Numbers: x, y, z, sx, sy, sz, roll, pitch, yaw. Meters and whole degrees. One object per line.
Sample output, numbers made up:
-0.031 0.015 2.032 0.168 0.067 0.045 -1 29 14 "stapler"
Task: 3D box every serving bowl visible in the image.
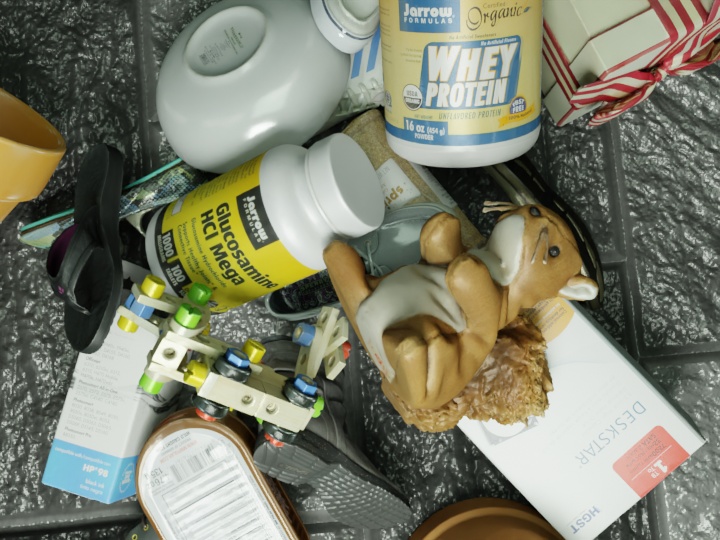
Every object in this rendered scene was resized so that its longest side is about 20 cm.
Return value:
-0.112 -0.192 0.764 0.197 0.066 0.202 -10 59 17 "serving bowl"

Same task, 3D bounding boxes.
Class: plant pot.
-0.402 -0.084 0.738 0.199 0.200 0.184 33 99 2 "plant pot"
0.128 0.316 0.721 0.197 0.140 0.203 0 84 -2 "plant pot"

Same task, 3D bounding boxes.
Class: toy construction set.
-0.096 0.070 0.662 0.198 0.131 0.093 11 107 -23 "toy construction set"

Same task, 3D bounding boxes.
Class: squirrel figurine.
0.097 0.037 0.670 0.185 0.142 0.202 -29 128 -12 "squirrel figurine"

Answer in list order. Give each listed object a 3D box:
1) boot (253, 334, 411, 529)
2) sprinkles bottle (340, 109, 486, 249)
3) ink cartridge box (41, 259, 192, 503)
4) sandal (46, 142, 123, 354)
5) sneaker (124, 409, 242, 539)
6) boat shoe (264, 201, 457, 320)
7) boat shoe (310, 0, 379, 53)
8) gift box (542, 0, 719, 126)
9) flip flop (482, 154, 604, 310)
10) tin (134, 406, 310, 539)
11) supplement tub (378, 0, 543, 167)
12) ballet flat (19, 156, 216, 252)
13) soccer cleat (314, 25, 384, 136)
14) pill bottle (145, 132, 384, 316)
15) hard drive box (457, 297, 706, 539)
-0.020 0.149 0.762 0.069 0.200 0.133 -26 40 22 "boot"
0.055 -0.062 0.797 0.068 0.068 0.201 -39 85 -5 "sprinkles bottle"
-0.209 0.098 0.746 0.066 0.116 0.203 14 84 7 "ink cartridge box"
-0.242 -0.022 0.699 0.075 0.048 0.203 -31 55 35 "sandal"
-0.164 0.209 0.756 0.105 0.075 0.203 3 85 -4 "sneaker"
-0.001 -0.001 0.754 0.199 0.071 0.071 -25 94 20 "boat shoe"
0.015 -0.291 0.768 0.074 0.086 0.203 35 46 -19 "boat shoe"
0.239 -0.252 0.762 0.183 0.200 0.188 -28 86 1 "gift box"
0.173 -0.044 0.800 0.057 0.081 0.200 -38 95 30 "flip flop"
-0.120 0.217 0.709 0.111 0.042 0.202 -29 94 6 "tin"
0.087 -0.206 0.712 0.143 0.145 0.202 -6 116 -2 "supplement tub"
-0.230 -0.050 0.792 0.198 0.074 0.075 -24 85 -1 "ballet flat"
0.006 -0.190 0.804 0.200 0.070 0.086 -45 69 -7 "soccer cleat"
-0.083 -0.040 0.714 0.198 0.112 0.114 -23 83 27 "pill bottle"
0.186 0.125 0.756 0.200 0.077 0.156 45 102 4 "hard drive box"
